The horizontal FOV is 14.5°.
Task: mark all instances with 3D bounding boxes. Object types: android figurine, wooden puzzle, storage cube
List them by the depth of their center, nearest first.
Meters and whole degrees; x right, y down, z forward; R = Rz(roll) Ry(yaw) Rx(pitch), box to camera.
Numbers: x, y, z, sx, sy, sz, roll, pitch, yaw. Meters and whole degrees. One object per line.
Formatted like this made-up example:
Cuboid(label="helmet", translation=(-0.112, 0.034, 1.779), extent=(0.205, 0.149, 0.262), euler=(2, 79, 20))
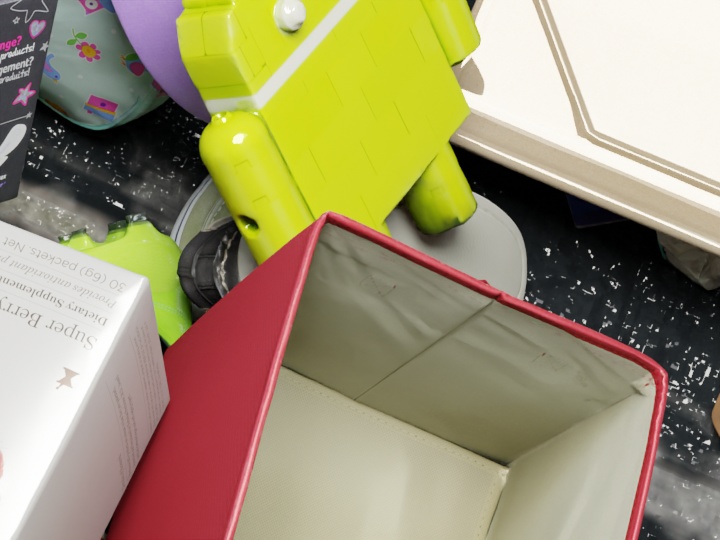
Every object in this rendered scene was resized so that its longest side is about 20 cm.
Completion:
Cuboid(label="storage cube", translation=(0.001, 0.110, 1.192), extent=(0.170, 0.180, 0.201), euler=(24, 61, -16))
Cuboid(label="android figurine", translation=(-0.012, -0.085, 1.238), extent=(0.182, 0.041, 0.201), euler=(-49, 126, -40))
Cuboid(label="wooden puzzle", translation=(0.151, -0.120, 1.366), extent=(0.184, 0.037, 0.201), euler=(23, 82, 6))

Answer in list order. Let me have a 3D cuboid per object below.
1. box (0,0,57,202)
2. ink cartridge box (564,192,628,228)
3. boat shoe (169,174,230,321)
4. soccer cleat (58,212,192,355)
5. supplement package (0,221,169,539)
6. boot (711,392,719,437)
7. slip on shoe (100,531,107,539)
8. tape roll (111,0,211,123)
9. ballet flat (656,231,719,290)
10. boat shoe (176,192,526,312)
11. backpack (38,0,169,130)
Cuboid(label="box", translation=(-0.251, -0.112, 1.257), extent=(0.200, 0.115, 0.132), euler=(35, 36, 28))
Cuboid(label="ink cartridge box", translation=(0.128, -0.122, 1.461), extent=(0.099, 0.039, 0.201), euler=(-10, 66, -21))
Cuboid(label="boat shoe", translation=(-0.020, -0.053, 1.368), extent=(0.072, 0.062, 0.200), euler=(40, 60, 9))
Cuboid(label="soccer cleat", translation=(-0.170, 0.032, 1.283), extent=(0.199, 0.068, 0.081), euler=(-14, 89, -16))
Cuboid(label="supplement package", translation=(-0.174, 0.090, 1.143), extent=(0.121, 0.120, 0.201), euler=(20, 65, 10))
Cuboid(label="boot", translation=(0.286, 0.038, 1.382), extent=(0.146, 0.200, 0.070), euler=(22, 39, -45))
Cuboid(label="slip on shoe", translation=(-0.158, 0.182, 1.204), extent=(0.074, 0.061, 0.200), euler=(27, 57, 3))
Cuboid(label="tape roll", translation=(-0.039, -0.167, 1.306), extent=(0.200, 0.065, 0.201), euler=(13, 74, -55))
Cuboid(label="ballet flat", translation=(0.197, -0.090, 1.407), extent=(0.071, 0.072, 0.201), euler=(18, 81, -5))
Cuboid(label="boat shoe", translation=(0.000, 0.000, 1.324), extent=(0.200, 0.060, 0.074), euler=(-5, 91, -48))
Cuboid(label="backpack", translation=(-0.149, -0.166, 1.351), extent=(0.200, 0.167, 0.127), euler=(36, 57, -12))
